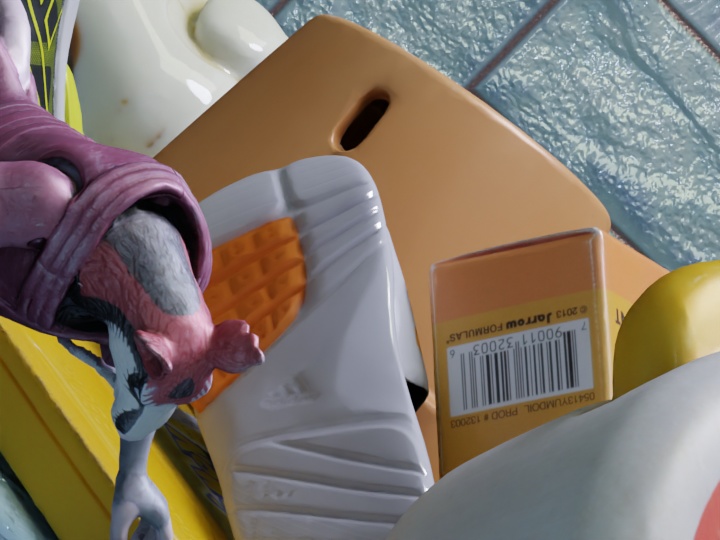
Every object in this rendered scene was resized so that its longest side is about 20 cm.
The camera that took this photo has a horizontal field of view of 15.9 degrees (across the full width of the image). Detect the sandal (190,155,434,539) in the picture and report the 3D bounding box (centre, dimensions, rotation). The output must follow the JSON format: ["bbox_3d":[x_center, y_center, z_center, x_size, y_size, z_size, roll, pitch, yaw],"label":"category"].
[{"bbox_3d":[-0.016,0.047,0.805,0.207,0.079,0.059,-102,174,-48],"label":"sandal"}]

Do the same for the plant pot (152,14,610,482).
[{"bbox_3d":[0.000,0.000,0.963,0.200,0.140,0.200,36,-4,3],"label":"plant pot"}]

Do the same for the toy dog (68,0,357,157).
[{"bbox_3d":[-0.137,-0.112,1.166,0.200,0.140,0.194,46,42,0],"label":"toy dog"}]

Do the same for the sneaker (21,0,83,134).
[{"bbox_3d":[-0.124,-0.083,0.796,0.085,0.074,0.201,-48,135,-66],"label":"sneaker"}]

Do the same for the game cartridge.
[{"bbox_3d":[-0.037,0.090,0.809,0.176,0.032,0.200,49,6,37],"label":"game cartridge"}]

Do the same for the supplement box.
[{"bbox_3d":[0.066,0.093,0.801,0.067,0.069,0.201,27,57,-56],"label":"supplement box"}]

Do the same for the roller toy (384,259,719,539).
[{"bbox_3d":[0.100,0.116,0.672,0.182,0.200,0.140,45,-38,-12],"label":"roller toy"}]

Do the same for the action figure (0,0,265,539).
[{"bbox_3d":[-0.087,-0.018,0.680,0.200,0.149,0.134,25,-6,41],"label":"action figure"}]
